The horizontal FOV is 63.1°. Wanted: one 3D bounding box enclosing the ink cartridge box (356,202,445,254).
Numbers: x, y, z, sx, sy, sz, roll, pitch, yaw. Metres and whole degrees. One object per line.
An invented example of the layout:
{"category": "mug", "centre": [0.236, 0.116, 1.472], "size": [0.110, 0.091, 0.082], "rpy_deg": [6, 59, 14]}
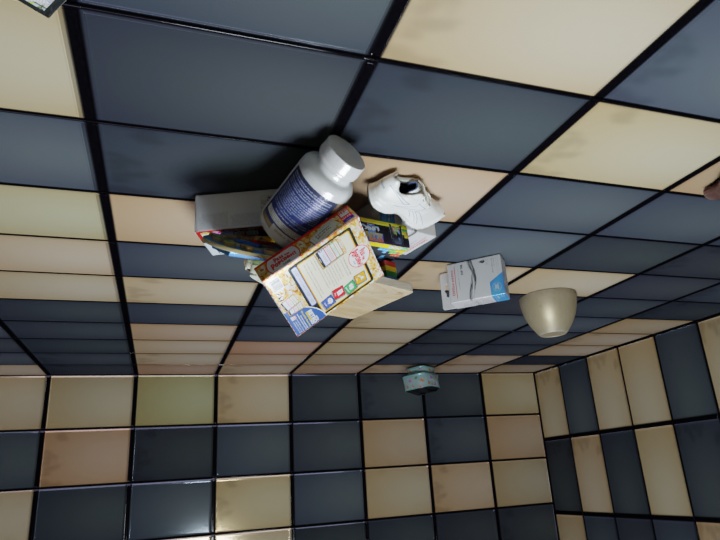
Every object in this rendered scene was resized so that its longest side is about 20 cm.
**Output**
{"category": "ink cartridge box", "centre": [0.089, -0.095, 1.323], "size": [0.197, 0.069, 0.115], "rpy_deg": [10, 156, -33]}

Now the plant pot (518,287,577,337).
{"category": "plant pot", "centre": [0.660, 0.156, 2.038], "size": [0.195, 0.138, 0.201], "rpy_deg": [-4, 160, -1]}

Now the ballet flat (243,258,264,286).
{"category": "ballet flat", "centre": [-0.200, 0.000, 1.204], "size": [0.066, 0.070, 0.199], "rpy_deg": [13, -178, -25]}

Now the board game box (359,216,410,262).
{"category": "board game box", "centre": [-0.022, -0.049, 1.228], "size": [0.197, 0.058, 0.165], "rpy_deg": [7, 152, -33]}

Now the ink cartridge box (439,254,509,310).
{"category": "ink cartridge box", "centre": [0.313, 0.037, 1.663], "size": [0.196, 0.118, 0.067], "rpy_deg": [-13, 159, 23]}

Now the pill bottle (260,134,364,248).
{"category": "pill bottle", "centre": [-0.083, -0.137, 1.042], "size": [0.110, 0.112, 0.200], "rpy_deg": [15, 130, -43]}

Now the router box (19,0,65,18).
{"category": "router box", "centre": [-0.318, -0.348, 0.557], "size": [0.197, 0.052, 0.148], "rpy_deg": [-17, 155, 33]}

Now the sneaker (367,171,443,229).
{"category": "sneaker", "centre": [0.107, -0.142, 1.195], "size": [0.197, 0.076, 0.086], "rpy_deg": [13, 150, -40]}

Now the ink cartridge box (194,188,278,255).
{"category": "ink cartridge box", "centre": [-0.230, -0.093, 1.245], "size": [0.195, 0.086, 0.176], "rpy_deg": [-5, 161, 1]}

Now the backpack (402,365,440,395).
{"category": "backpack", "centre": [0.323, 0.598, 3.187], "size": [0.173, 0.157, 0.199], "rpy_deg": [-17, 166, 29]}

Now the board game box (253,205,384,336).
{"category": "board game box", "centre": [-0.068, 0.003, 1.045], "size": [0.198, 0.046, 0.153], "rpy_deg": [-34, 132, -9]}

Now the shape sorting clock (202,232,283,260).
{"category": "shape sorting clock", "centre": [-0.195, -0.045, 1.096], "size": [0.195, 0.040, 0.200], "rpy_deg": [10, -176, -1]}

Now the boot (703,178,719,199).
{"category": "boot", "centre": [0.842, -0.197, 1.216], "size": [0.195, 0.074, 0.166], "rpy_deg": [-8, 173, 7]}

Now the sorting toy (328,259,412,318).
{"category": "sorting toy", "centre": [-0.027, 0.030, 1.250], "size": [0.198, 0.071, 0.197], "rpy_deg": [13, 150, -42]}
